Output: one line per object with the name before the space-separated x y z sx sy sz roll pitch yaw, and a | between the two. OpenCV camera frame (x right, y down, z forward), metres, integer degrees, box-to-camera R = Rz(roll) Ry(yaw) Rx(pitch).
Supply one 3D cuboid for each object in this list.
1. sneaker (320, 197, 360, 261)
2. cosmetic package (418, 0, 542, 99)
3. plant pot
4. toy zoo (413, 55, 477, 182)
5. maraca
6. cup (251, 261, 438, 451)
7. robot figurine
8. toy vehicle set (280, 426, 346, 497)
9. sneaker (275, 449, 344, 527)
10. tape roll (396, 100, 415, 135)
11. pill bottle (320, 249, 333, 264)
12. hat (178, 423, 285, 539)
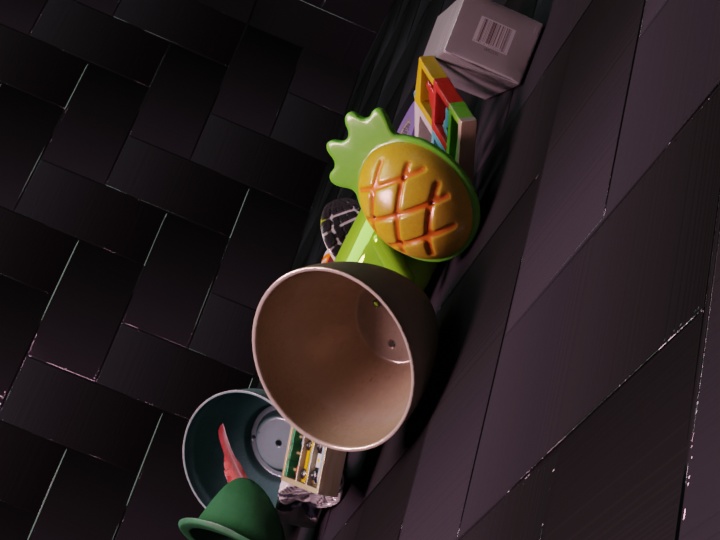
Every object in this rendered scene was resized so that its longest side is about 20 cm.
sneaker | 0.000 0.000 1.796 0.081 0.073 0.201 101 149 -71
cosmetic package | 0.145 -0.276 1.709 0.200 0.106 0.091 166 125 -84
plant pot | -0.141 0.262 2.010 0.134 0.200 0.201 -15 -48 -65
toy zoo | 0.095 -0.168 1.643 0.200 0.020 0.132 -114 21 -52
maraca | 0.048 -0.095 1.548 0.137 0.200 0.107 -52 -8 32
cup | 0.006 0.074 1.473 0.143 0.200 0.201 -27 -31 -54
robot figurine | 0.036 -0.019 1.676 0.201 0.115 0.175 -62 -8 8
toy vehicle set | -0.042 0.158 1.618 0.124 0.026 0.201 176 106 -67
sneaker | -0.059 0.242 1.772 0.199 0.079 0.130 103 176 -62
tape roll | 0.077 -0.126 1.856 0.200 0.085 0.201 -158 90 -82
pill bottle | -0.012 0.034 1.930 0.113 0.112 0.201 125 166 -62
hat | -0.131 0.286 1.785 0.166 0.199 0.177 99 -164 -63
